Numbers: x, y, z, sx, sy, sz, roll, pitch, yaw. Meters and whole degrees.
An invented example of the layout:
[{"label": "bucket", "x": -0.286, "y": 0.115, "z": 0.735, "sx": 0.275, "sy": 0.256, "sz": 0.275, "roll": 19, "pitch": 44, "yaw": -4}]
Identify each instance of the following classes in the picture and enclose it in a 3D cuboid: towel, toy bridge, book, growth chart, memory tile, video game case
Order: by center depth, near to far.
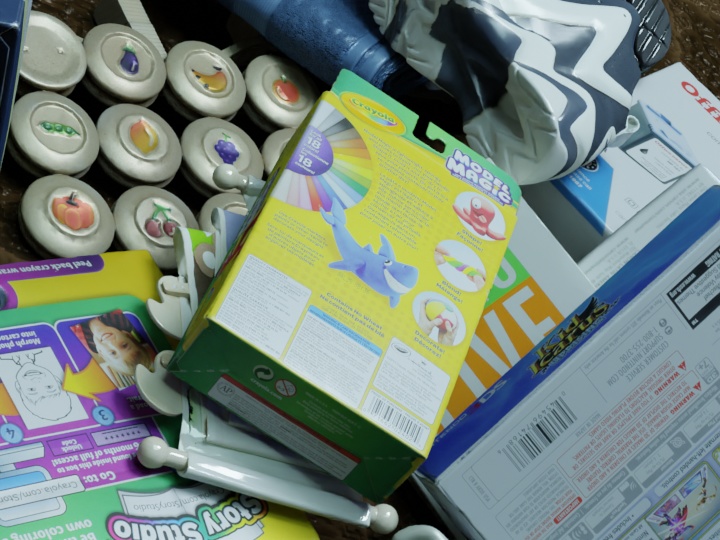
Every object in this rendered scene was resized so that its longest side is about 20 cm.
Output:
[{"label": "growth chart", "x": -0.032, "y": 0.031, "z": 0.934, "sx": 0.145, "sy": 0.018, "sz": 0.200, "roll": 25, "pitch": 43, "yaw": -17}, {"label": "video game case", "x": 0.153, "y": 0.093, "z": 0.943, "sx": 0.181, "sy": 0.200, "sz": 0.045, "roll": 51, "pitch": -8, "yaw": -16}, {"label": "book", "x": 0.072, "y": 0.060, "z": 1.020, "sx": 0.134, "sy": 0.048, "sz": 0.200, "roll": -35, "pitch": 68, "yaw": -8}, {"label": "memory tile", "x": -0.095, "y": -0.063, "z": 1.071, "sx": 0.200, "sy": 0.017, "sz": 0.153, "roll": 6, "pitch": 57, "yaw": -33}, {"label": "toy bridge", "x": -0.128, "y": -0.129, "z": 1.130, "sx": 0.200, "sy": 0.027, "sz": 0.067, "roll": 0, "pitch": 51, "yaw": -39}, {"label": "towel", "x": -0.040, "y": -0.172, "z": 1.177, "sx": 0.200, "sy": 0.049, "sz": 0.112, "roll": 39, "pitch": 41, "yaw": 14}]

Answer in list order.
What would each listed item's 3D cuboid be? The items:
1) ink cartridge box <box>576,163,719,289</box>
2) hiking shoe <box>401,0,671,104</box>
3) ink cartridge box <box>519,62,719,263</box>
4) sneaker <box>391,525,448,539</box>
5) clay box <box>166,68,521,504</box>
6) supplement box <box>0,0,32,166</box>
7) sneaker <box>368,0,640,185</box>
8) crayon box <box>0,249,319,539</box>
[{"label": "ink cartridge box", "x": 0.180, "y": 0.069, "z": 1.052, "sx": 0.200, "sy": 0.162, "sz": 0.057, "roll": 50, "pitch": 0, "yaw": 15}, {"label": "hiking shoe", "x": 0.088, "y": -0.128, "z": 1.252, "sx": 0.200, "sy": 0.101, "sz": 0.076, "roll": 0, "pitch": 74, "yaw": 0}, {"label": "ink cartridge box", "x": 0.171, "y": -0.030, "z": 1.208, "sx": 0.146, "sy": 0.086, "sz": 0.200, "roll": 47, "pitch": 40, "yaw": 14}, {"label": "sneaker", "x": 0.017, "y": 0.189, "z": 0.839, "sx": 0.200, "sy": 0.075, "sz": 0.100, "roll": -75, "pitch": 147, "yaw": -58}, {"label": "clay box", "x": 0.000, "y": 0.000, "z": 0.936, "sx": 0.115, "sy": 0.048, "sz": 0.200, "roll": 33, "pitch": 42, "yaw": -7}, {"label": "supplement box", "x": -0.250, "y": -0.140, "z": 0.928, "sx": 0.200, "sy": 0.134, "sz": 0.200, "roll": 11, "pitch": 42, "yaw": -10}, {"label": "sneaker", "x": 0.089, "y": -0.141, "z": 1.131, "sx": 0.129, "sy": 0.080, "sz": 0.199, "roll": -10, "pitch": 58, "yaw": -48}, {"label": "crayon box", "x": -0.142, "y": 0.081, "z": 0.868, "sx": 0.200, "sy": 0.058, "sz": 0.173, "roll": -8, "pitch": 56, "yaw": -43}]
